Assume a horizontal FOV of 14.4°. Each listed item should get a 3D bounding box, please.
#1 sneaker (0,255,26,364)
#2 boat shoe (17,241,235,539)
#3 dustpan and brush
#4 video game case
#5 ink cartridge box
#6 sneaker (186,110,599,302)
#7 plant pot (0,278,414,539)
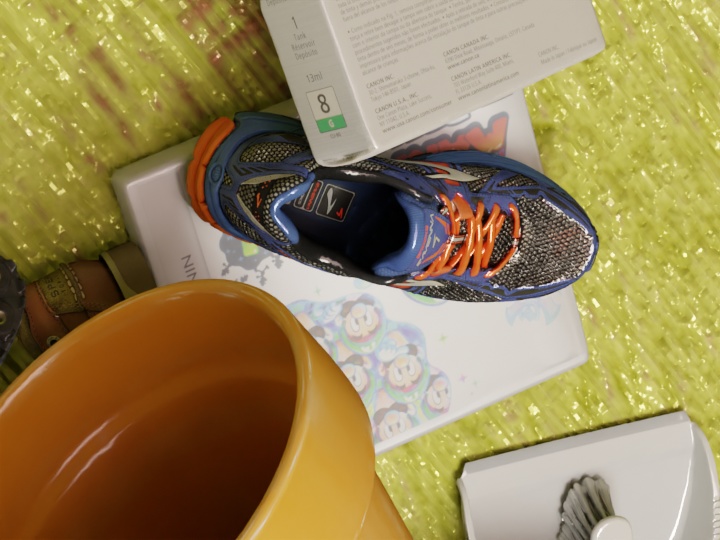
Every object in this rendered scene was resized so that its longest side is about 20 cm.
[{"bbox_3d":[-0.219,0.070,1.232,0.072,0.072,0.200,38,74,-5],"label":"sneaker"},{"bbox_3d":[-0.106,0.088,1.303,0.068,0.072,0.200,-21,105,-12],"label":"boat shoe"},{"bbox_3d":[0.125,0.184,1.436,0.139,0.057,0.200,-12,112,-20],"label":"dustpan and brush"},{"bbox_3d":[0.000,0.000,1.340,0.200,0.024,0.182,-23,115,-16],"label":"video game case"},{"bbox_3d":[0.015,-0.164,1.256,0.161,0.050,0.200,-26,98,-40],"label":"ink cartridge box"},{"bbox_3d":[0.022,-0.018,1.286,0.200,0.078,0.075,7,105,-25],"label":"sneaker"},{"bbox_3d":[-0.054,0.137,1.201,0.200,0.200,0.183,-45,125,-4],"label":"plant pot"}]
